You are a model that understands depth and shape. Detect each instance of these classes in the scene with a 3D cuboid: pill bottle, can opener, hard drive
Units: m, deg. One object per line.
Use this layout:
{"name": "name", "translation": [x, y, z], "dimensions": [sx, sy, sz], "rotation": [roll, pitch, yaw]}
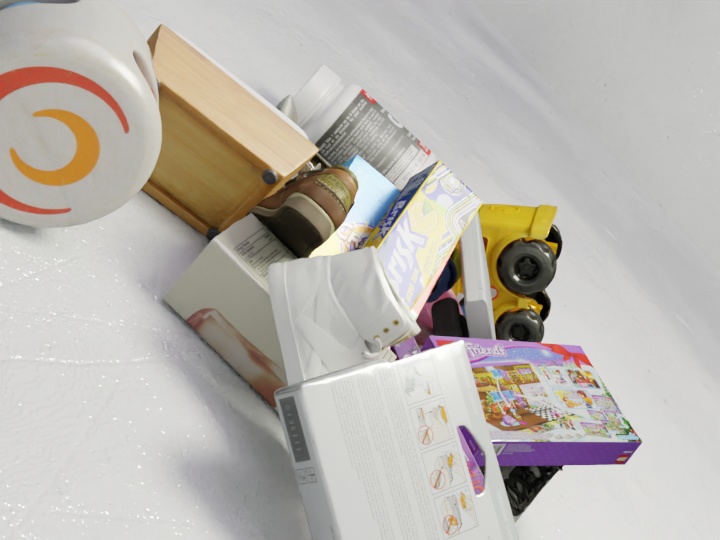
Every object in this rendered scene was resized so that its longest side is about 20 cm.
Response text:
{"name": "pill bottle", "translation": [-0.006, -0.178, 1.579], "dimensions": [0.200, 0.114, 0.114], "rotation": [41, 22, -8]}
{"name": "can opener", "translation": [0.091, 0.108, 1.249], "dimensions": [0.200, 0.066, 0.053], "rotation": [-86, 155, -51]}
{"name": "hard drive", "translation": [0.131, 0.024, 1.306], "dimensions": [0.200, 0.027, 0.132], "rotation": [-89, 168, -54]}

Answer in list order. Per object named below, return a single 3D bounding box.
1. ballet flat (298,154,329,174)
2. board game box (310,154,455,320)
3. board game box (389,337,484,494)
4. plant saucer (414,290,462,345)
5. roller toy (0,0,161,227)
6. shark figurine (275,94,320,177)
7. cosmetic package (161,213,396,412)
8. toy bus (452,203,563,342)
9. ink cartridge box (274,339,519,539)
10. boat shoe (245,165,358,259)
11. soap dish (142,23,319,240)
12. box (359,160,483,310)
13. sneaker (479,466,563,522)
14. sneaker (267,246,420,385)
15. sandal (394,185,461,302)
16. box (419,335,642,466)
{"name": "ballet flat", "translation": [-0.044, -0.120, 1.501], "dimensions": [0.200, 0.046, 0.067], "rotation": [39, 23, -13]}
{"name": "board game box", "translation": [0.000, 0.000, 1.231], "dimensions": [0.153, 0.040, 0.200], "rotation": [38, 59, -14]}
{"name": "board game box", "translation": [0.072, 0.172, 1.112], "dimensions": [0.032, 0.120, 0.200], "rotation": [-11, 46, -16]}
{"name": "plant saucer", "translation": [0.035, 0.018, 1.391], "dimensions": [0.200, 0.051, 0.201], "rotation": [36, 24, -18]}
{"name": "roller toy", "translation": [-0.260, -0.142, 0.988], "dimensions": [0.200, 0.182, 0.140], "rotation": [30, 25, -31]}
{"name": "shark figurine", "translation": [-0.071, -0.092, 1.356], "dimensions": [0.089, 0.128, 0.215], "rotation": [29, -13, 24]}
{"name": "cosmetic package", "translation": [-0.073, 0.054, 1.091], "dimensions": [0.200, 0.087, 0.103], "rotation": [46, 23, 1]}
{"name": "toy bus", "translation": [0.156, 0.008, 1.509], "dimensions": [0.191, 0.201, 0.136], "rotation": [9, 19, 10]}
{"name": "ink cartridge box", "translation": [0.034, 0.170, 0.942], "dimensions": [0.173, 0.043, 0.201], "rotation": [-13, 86, -39]}
{"name": "boat shoe", "translation": [-0.051, -0.055, 1.115], "dimensions": [0.072, 0.068, 0.200], "rotation": [47, -17, -14]}
{"name": "soap dish", "translation": [-0.166, -0.129, 1.182], "dimensions": [0.200, 0.157, 0.081], "rotation": [38, 40, -16]}
{"name": "box", "translation": [0.043, -0.017, 1.198], "dimensions": [0.070, 0.064, 0.200], "rotation": [42, 59, -11]}
{"name": "sneaker", "translation": [0.164, 0.197, 1.186], "dimensions": [0.074, 0.079, 0.200], "rotation": [59, 45, -23]}
{"name": "sneaker", "translation": [-0.002, 0.081, 0.992], "dimensions": [0.074, 0.115, 0.201], "rotation": [-29, 107, -82]}
{"name": "sandal", "translation": [0.040, -0.033, 1.327], "dimensions": [0.200, 0.080, 0.087], "rotation": [36, 28, -16]}
{"name": "box", "translation": [0.166, 0.130, 1.157], "dimensions": [0.199, 0.039, 0.137], "rotation": [6, 40, -30]}
